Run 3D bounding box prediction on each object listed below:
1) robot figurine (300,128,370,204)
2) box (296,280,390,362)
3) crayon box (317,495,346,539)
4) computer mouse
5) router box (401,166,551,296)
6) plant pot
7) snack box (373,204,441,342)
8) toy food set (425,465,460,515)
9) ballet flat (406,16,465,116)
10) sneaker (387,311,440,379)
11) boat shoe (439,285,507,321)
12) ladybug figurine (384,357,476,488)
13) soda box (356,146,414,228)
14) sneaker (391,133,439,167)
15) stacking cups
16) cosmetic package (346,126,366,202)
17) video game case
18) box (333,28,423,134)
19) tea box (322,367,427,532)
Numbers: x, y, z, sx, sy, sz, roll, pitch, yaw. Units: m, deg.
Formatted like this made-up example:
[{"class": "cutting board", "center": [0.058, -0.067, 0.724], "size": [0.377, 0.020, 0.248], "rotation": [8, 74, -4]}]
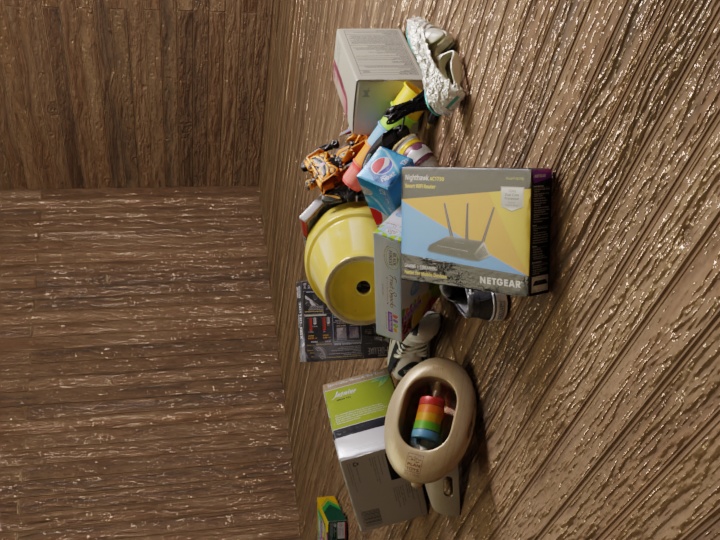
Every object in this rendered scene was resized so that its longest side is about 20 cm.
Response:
[{"class": "robot figurine", "center": [-0.013, -0.203, 1.592], "size": [0.145, 0.199, 0.058], "rotation": [56, 171, 35]}, {"class": "box", "center": [-0.022, 0.097, 1.728], "size": [0.050, 0.199, 0.159], "rotation": [163, 103, -73]}, {"class": "crayon box", "center": [-0.079, 0.751, 2.430], "size": [0.173, 0.058, 0.201], "rotation": [-145, 55, -76]}, {"class": "computer mouse", "center": [0.060, -0.215, 1.444], "size": [0.046, 0.140, 0.200], "rotation": [42, 141, 22]}, {"class": "router box", "center": [0.139, -0.053, 1.090], "size": [0.199, 0.051, 0.150], "rotation": [7, 100, 44]}, {"class": "plant pot", "center": [0.000, 0.000, 1.551], "size": [0.189, 0.200, 0.202], "rotation": [-98, 10, -69]}, {"class": "snack box", "center": [0.077, -0.008, 1.360], "size": [0.142, 0.053, 0.201], "rotation": [-47, -34, -42]}, {"class": "toy food set", "center": [0.125, 0.281, 1.449], "size": [0.200, 0.060, 0.144], "rotation": [-107, 7, -53]}, {"class": "ballet flat", "center": [0.123, -0.323, 1.345], "size": [0.072, 0.071, 0.201], "rotation": [108, 155, -57]}, {"class": "sneaker", "center": [0.091, 0.135, 1.500], "size": [0.199, 0.079, 0.130], "rotation": [-156, 63, -77]}, {"class": "boat shoe", "center": [0.145, 0.016, 1.253], "size": [0.200, 0.067, 0.072], "rotation": [-114, 25, -62]}, {"class": "ladybug figurine", "center": [0.107, 0.231, 1.321], "size": [0.072, 0.135, 0.201], "rotation": [59, -134, -57]}, {"class": "soda box", "center": [0.060, -0.101, 1.392], "size": [0.064, 0.068, 0.200], "rotation": [26, 158, 31]}, {"class": "sneaker", "center": [0.094, -0.132, 1.452], "size": [0.090, 0.075, 0.200], "rotation": [49, 166, 26]}, {"class": "stacking cups", "center": [0.044, -0.221, 1.496], "size": [0.200, 0.060, 0.061], "rotation": [-55, 28, 22]}, {"class": "cosmetic package", "center": [0.030, -0.189, 1.706], "size": [0.200, 0.090, 0.107], "rotation": [-112, 19, -50]}, {"class": "video game case", "center": [-0.058, -0.097, 1.688], "size": [0.017, 0.143, 0.200], "rotation": [35, 159, 18]}, {"class": "box", "center": [0.031, -0.341, 1.578], "size": [0.200, 0.127, 0.109], "rotation": [-106, 17, -48]}, {"class": "tea box", "center": [0.026, 0.325, 1.606], "size": [0.197, 0.133, 0.201], "rotation": [-107, 4, -55]}]
